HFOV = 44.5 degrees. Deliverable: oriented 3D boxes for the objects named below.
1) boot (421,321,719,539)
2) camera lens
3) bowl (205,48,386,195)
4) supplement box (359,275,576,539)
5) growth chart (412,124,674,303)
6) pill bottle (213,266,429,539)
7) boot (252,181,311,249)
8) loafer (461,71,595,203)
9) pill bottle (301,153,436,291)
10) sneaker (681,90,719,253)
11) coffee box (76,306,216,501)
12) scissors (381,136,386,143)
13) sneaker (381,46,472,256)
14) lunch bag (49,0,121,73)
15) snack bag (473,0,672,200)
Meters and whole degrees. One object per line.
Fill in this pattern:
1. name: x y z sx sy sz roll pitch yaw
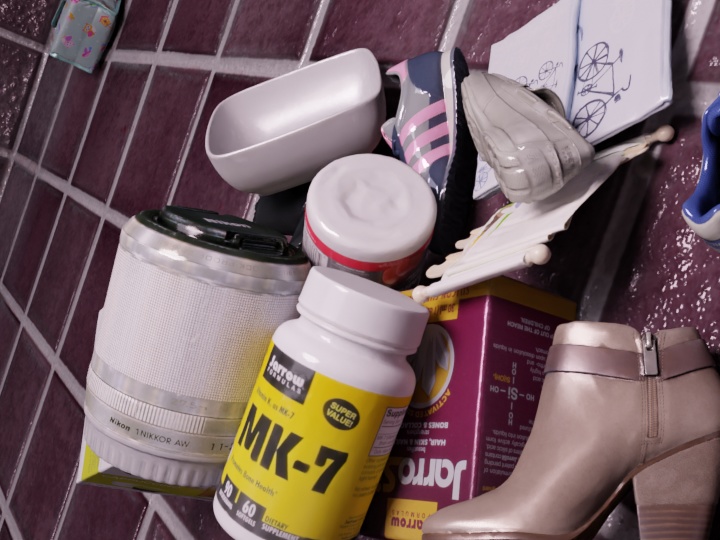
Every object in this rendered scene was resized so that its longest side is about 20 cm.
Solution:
1. boot: 0.139 0.107 0.576 0.199 0.070 0.147 -2 71 9
2. camera lens: -0.135 0.056 0.732 0.160 0.160 0.201 29 106 55
3. bowl: -0.063 -0.157 0.958 0.199 0.075 0.200 -19 30 6
4. supplement box: 0.084 0.116 0.692 0.131 0.103 0.201 -14 65 51
5. growth chart: 0.133 -0.043 0.666 0.200 0.018 0.145 -40 12 -33
6. pill bottle: -0.027 0.106 0.661 0.114 0.114 0.201 30 101 55
7. boot: -0.064 -0.049 0.957 0.162 0.073 0.198 15 61 49
8. loafer: 0.125 -0.112 0.686 0.070 0.070 0.200 -19 31 4
9. pill bottle: 0.000 0.000 0.802 0.200 0.110 0.111 100 163 -53
10. sneaker: 0.263 -0.103 0.551 0.075 0.088 0.201 9 82 57
11. coffee box: -0.170 0.130 0.943 0.198 0.199 0.201 -31 50 53
12. scissors: 0.052 -0.136 0.934 0.073 0.014 0.200 -58 36 25
13. sneaker: 0.060 -0.109 0.831 0.082 0.070 0.201 -3 73 24
14. lunch bag: -0.614 -0.572 1.976 0.171 0.122 0.200 -53 30 30
15. snack bag: 0.175 -0.167 0.732 0.200 0.021 0.189 -25 44 48
